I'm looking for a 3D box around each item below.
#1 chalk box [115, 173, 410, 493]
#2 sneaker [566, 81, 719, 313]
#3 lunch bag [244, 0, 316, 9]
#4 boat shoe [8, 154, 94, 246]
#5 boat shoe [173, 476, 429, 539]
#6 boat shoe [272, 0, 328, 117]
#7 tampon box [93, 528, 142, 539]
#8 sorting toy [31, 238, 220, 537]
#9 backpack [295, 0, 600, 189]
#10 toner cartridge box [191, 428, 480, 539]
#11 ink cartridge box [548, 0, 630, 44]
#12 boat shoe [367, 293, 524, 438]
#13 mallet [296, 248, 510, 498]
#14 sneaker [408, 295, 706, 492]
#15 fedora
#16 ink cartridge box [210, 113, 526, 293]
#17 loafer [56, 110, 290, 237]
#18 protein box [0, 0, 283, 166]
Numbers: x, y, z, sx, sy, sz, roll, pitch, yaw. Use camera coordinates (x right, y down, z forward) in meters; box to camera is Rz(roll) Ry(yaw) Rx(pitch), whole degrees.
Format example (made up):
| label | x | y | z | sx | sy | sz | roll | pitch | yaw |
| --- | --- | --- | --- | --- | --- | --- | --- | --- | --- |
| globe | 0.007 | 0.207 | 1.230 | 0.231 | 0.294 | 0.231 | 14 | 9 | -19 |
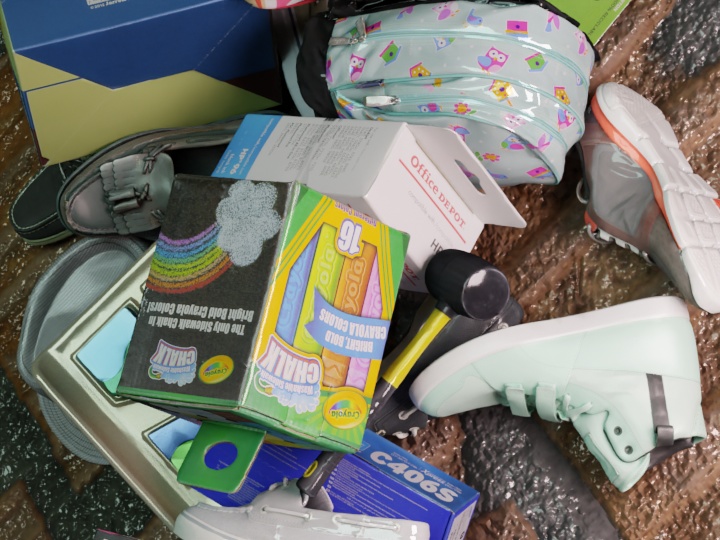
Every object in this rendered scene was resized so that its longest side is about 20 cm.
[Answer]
| label | x | y | z | sx | sy | sz | roll | pitch | yaw |
| --- | --- | --- | --- | --- | --- | --- | --- | --- | --- |
| chalk box | -0.068 | 0.051 | 1.562 | 0.125 | 0.124 | 0.201 | 5 | 77 | 44 |
| sneaker | 0.200 | -0.037 | 1.632 | 0.082 | 0.077 | 0.200 | -46 | 47 | 28 |
| lunch bag | -0.048 | -0.287 | 1.733 | 0.175 | 0.082 | 0.201 | -17 | 52 | 5 |
| boat shoe | -0.215 | -0.096 | 1.906 | 0.201 | 0.066 | 0.072 | -34 | 57 | 17 |
| boat shoe | -0.040 | 0.177 | 1.609 | 0.199 | 0.072 | 0.069 | 9 | 82 | 39 |
| boat shoe | -0.021 | -0.161 | 1.804 | 0.062 | 0.072 | 0.200 | -36 | 56 | 20 |
| tampon box | -0.087 | 0.269 | 1.620 | 0.149 | 0.200 | 0.127 | 11 | 81 | 33 |
| sorting toy | -0.117 | 0.069 | 1.745 | 0.200 | 0.036 | 0.185 | -43 | 81 | -2 |
| backpack | 0.071 | -0.127 | 1.668 | 0.199 | 0.167 | 0.127 | 0 | 73 | 37 |
| toner cartridge box | -0.021 | 0.153 | 1.652 | 0.200 | 0.043 | 0.095 | 29 | 117 | 21 |
| ink cartridge box | 0.132 | -0.276 | 1.742 | 0.148 | 0.076 | 0.200 | -51 | 54 | 8 |
| boat shoe | 0.036 | 0.085 | 1.687 | 0.060 | 0.076 | 0.200 | 38 | 110 | -8 |
| mallet | 0.020 | 0.067 | 1.598 | 0.200 | 0.041 | 0.066 | -48 | 26 | 2 |
| sneaker | 0.135 | 0.097 | 1.595 | 0.200 | 0.074 | 0.119 | -15 | 71 | 10 |
| fedora | -0.202 | 0.046 | 1.835 | 0.200 | 0.090 | 0.177 | -46 | 56 | 11 |
| ink cartridge box | 0.004 | -0.046 | 1.657 | 0.200 | 0.116 | 0.068 | 6 | 58 | 43 |
| loafer | -0.133 | -0.075 | 1.791 | 0.199 | 0.072 | 0.063 | -20 | 16 | -11 |
| protein box | -0.184 | -0.219 | 1.823 | 0.198 | 0.135 | 0.200 | -15 | 53 | -7 |
